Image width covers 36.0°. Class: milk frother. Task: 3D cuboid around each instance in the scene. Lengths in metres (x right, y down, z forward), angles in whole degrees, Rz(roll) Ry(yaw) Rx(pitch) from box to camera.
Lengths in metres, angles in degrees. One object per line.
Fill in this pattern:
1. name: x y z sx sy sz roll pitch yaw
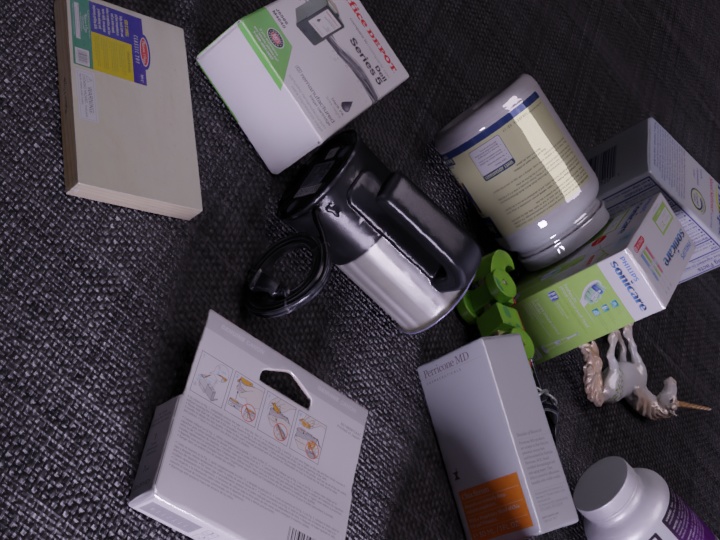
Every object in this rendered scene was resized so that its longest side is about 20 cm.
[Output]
1. milk frother: 0.000 0.000 1.103 0.188 0.180 0.201 42 87 -21

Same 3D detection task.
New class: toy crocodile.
1. toy crocodile: 0.158 0.066 1.245 0.061 0.067 0.202 19 47 -36

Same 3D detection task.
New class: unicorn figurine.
1. unicorn figurine: 0.342 0.131 1.421 0.197 0.074 0.140 -8 84 -33

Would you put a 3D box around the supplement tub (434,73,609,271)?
1. supplement tub: 0.197 -0.116 1.340 0.201 0.144 0.145 56 41 -7

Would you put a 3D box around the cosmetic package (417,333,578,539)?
1. cosmetic package: 0.141 0.178 1.153 0.071 0.101 0.203 -1 69 -45

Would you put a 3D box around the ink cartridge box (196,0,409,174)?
1. ink cartridge box: -0.056 -0.215 1.178 0.146 0.084 0.200 55 41 -8

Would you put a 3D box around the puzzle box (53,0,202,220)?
1. puzzle box: -0.214 -0.152 1.025 0.132 0.025 0.203 12 61 -42

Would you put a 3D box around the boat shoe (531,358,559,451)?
1. boat shoe: 0.191 0.159 1.240 0.071 0.067 0.203 25 52 -34

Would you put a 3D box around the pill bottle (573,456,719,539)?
1. pill bottle: 0.334 0.307 1.275 0.200 0.112 0.113 46 43 -18

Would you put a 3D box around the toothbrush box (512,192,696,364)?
1. toothbrush box: 0.277 0.012 1.311 0.087 0.199 0.146 54 42 -8

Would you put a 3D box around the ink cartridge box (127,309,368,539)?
1. ink cartridge box: -0.089 0.160 0.967 0.199 0.044 0.178 36 48 -28

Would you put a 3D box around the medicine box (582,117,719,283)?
1. medicine box: 0.367 -0.071 1.462 0.199 0.181 0.104 36 47 -26
